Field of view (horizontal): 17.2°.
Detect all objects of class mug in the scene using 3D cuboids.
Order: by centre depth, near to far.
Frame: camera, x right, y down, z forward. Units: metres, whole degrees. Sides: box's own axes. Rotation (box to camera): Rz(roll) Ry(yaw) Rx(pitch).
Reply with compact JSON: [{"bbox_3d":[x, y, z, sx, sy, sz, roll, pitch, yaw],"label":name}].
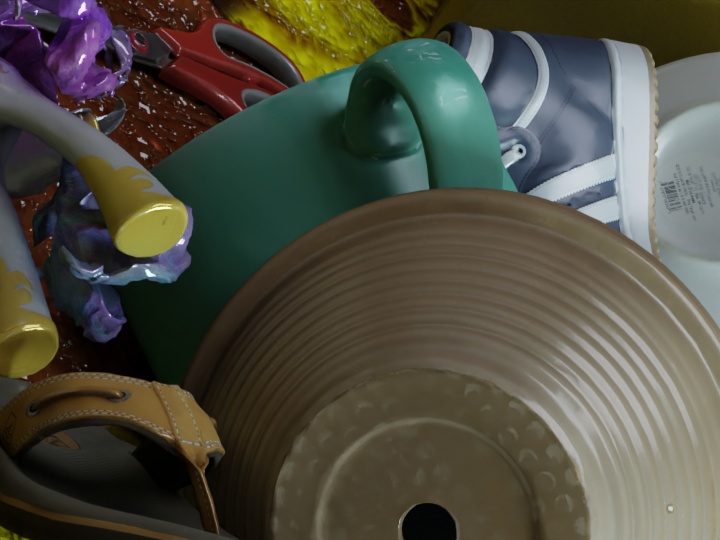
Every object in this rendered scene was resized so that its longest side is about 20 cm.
[{"bbox_3d":[-0.009,0.006,0.867,0.115,0.151,0.185,63,1,13],"label":"mug"}]

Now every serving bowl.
[{"bbox_3d":[0.162,-0.021,1.036,0.066,0.199,0.201,68,6,-55],"label":"serving bowl"}]

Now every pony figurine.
[{"bbox_3d":[-0.134,-0.056,0.773,0.192,0.167,0.200,-7,41,-30],"label":"pony figurine"}]

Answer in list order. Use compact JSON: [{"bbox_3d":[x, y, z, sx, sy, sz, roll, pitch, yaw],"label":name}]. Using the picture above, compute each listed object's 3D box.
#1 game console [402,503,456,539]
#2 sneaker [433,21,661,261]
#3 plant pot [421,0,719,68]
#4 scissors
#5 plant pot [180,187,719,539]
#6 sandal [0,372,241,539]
[{"bbox_3d":[0.081,0.156,0.858,0.116,0.199,0.177,84,3,-74],"label":"game console"},{"bbox_3d":[0.063,-0.014,0.962,0.108,0.070,0.201,12,58,-15],"label":"sneaker"},{"bbox_3d":[0.140,-0.124,1.214,0.200,0.176,0.200,48,24,-10],"label":"plant pot"},{"bbox_3d":[-0.091,-0.099,1.025,0.200,0.014,0.073,24,43,-41],"label":"scissors"},{"bbox_3d":[0.027,0.075,0.743,0.201,0.200,0.093,56,11,5],"label":"plant pot"},{"bbox_3d":[-0.073,0.055,0.727,0.081,0.055,0.200,19,4,-26],"label":"sandal"}]
